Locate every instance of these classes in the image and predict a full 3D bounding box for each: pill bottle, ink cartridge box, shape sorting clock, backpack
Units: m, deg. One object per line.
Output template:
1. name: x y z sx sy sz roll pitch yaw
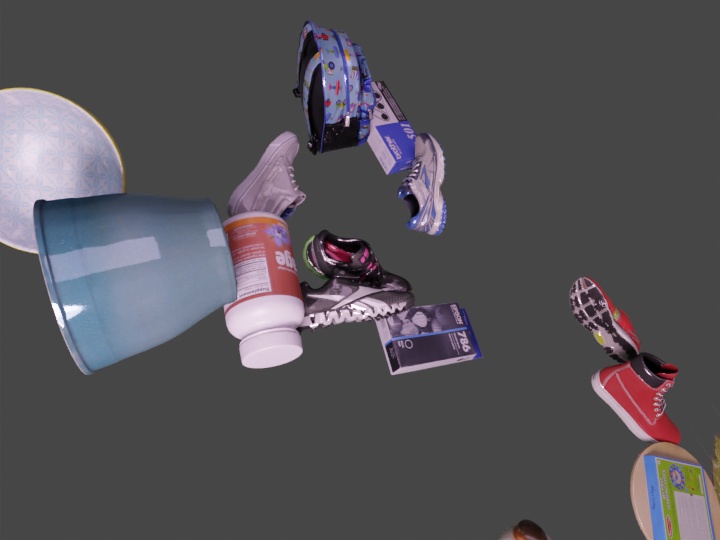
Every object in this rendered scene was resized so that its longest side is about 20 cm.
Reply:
1. pill bottle: -0.141 0.028 0.738 0.110 0.112 0.203 -2 64 -28
2. ink cartridge box: 0.051 -0.299 1.072 0.093 0.044 0.202 -18 72 -32
3. shape sorting clock: 0.562 0.414 0.923 0.197 0.039 0.203 10 65 -21
4. ink cartridge box: 0.127 0.110 0.877 0.197 0.039 0.101 -5 64 -30
5. backpack: -0.047 -0.340 0.934 0.132 0.201 0.185 -10 65 -11

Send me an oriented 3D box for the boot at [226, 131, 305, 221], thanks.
1. boot: -0.130 -0.143 0.862 0.094 0.074 0.202 26 61 6

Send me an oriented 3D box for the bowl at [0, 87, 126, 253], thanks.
1. bowl: -0.406 -0.134 0.683 0.197 0.203 0.108 17 13 -18

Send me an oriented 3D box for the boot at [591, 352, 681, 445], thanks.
1. boot: 0.551 0.241 0.954 0.200 0.144 0.073 43 50 0

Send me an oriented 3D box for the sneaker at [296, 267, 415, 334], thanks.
1. sneaker: -0.011 0.037 0.795 0.196 0.066 0.092 -8 83 -12

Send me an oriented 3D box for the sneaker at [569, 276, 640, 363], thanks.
1. sneaker: 0.506 0.095 1.068 0.085 0.077 0.202 -35 92 -43

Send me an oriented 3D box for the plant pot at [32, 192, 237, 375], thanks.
1. plant pot: -0.254 -0.005 0.620 0.185 0.201 0.202 -16 70 -21

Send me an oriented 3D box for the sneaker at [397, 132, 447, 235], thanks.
1. sneaker: 0.114 -0.169 0.992 0.084 0.077 0.204 -2 79 -14

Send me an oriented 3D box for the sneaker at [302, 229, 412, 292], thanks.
1. sneaker: 0.000 0.000 0.845 0.198 0.084 0.078 25 54 -12

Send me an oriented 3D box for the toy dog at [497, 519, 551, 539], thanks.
1. toy dog: 0.201 0.438 0.680 0.192 0.141 0.200 21 46 32
